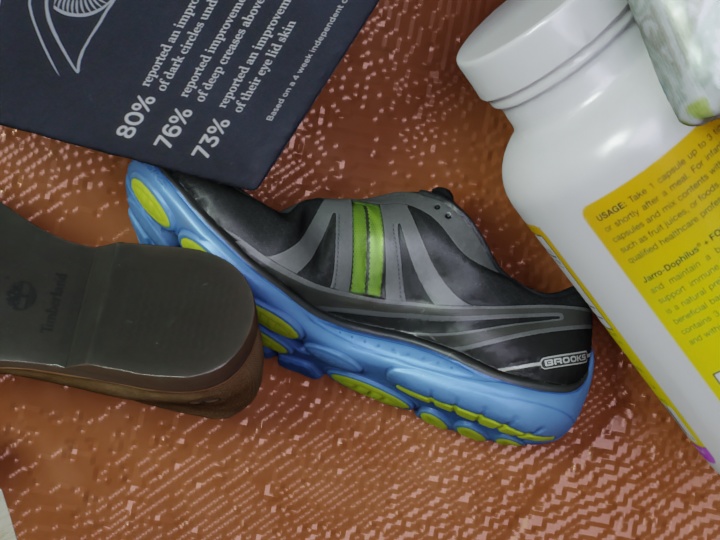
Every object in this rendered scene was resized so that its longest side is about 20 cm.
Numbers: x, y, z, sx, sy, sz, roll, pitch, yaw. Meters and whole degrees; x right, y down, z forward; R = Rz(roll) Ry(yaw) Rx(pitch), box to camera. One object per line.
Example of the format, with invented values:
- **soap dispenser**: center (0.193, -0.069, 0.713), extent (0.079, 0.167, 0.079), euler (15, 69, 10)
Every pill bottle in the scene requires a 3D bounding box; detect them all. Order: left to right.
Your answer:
- **pill bottle**: center (0.124, -0.023, 1.036), extent (0.104, 0.104, 0.200), euler (-40, 104, -7)

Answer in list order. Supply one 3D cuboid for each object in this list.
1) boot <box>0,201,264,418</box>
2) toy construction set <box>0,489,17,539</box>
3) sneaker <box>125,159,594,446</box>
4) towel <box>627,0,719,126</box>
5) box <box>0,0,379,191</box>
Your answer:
- **boot**: center (-0.131, 0.017, 1.036), extent (0.199, 0.076, 0.074), euler (15, 69, 13)
- **toy construction set**: center (-0.164, 0.103, 0.971), extent (0.092, 0.200, 0.132), euler (15, 94, -23)
- **sneaker**: center (0.000, 0.000, 1.059), extent (0.199, 0.071, 0.083), euler (24, 71, -7)
- **towel**: center (0.170, -0.164, 0.989), extent (0.199, 0.048, 0.172), euler (-21, 83, -17)
- **box**: center (-0.097, -0.133, 0.964), extent (0.199, 0.105, 0.148), euler (16, 127, -30)
